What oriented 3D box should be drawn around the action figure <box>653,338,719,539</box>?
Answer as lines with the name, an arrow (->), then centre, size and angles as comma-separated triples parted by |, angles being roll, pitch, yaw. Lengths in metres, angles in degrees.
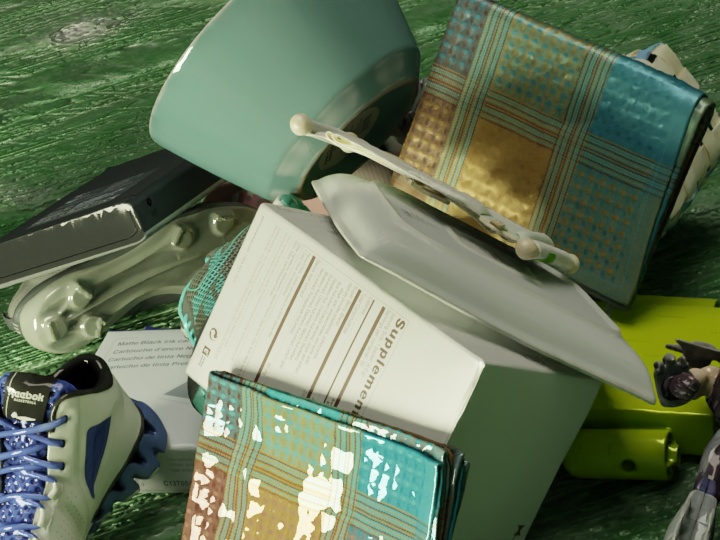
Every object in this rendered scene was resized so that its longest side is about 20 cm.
action figure -> 0.223, 0.103, 1.449 | 0.129, 0.070, 0.201 | 13, 46, 6

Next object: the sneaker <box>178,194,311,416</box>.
sneaker -> -0.082, 0.036, 1.644 | 0.091, 0.078, 0.200 | -24, 24, 30

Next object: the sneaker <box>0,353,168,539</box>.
sneaker -> -0.197, 0.125, 1.519 | 0.080, 0.115, 0.200 | 5, 49, 29

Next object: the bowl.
bowl -> -0.035, -0.124, 1.712 | 0.105, 0.201, 0.201 | 45, 52, 12

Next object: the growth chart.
growth chart -> 0.048, -0.049, 1.565 | 0.199, 0.018, 0.145 | 30, 4, 23

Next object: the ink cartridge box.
ink cartridge box -> -0.089, 0.075, 1.676 | 0.198, 0.041, 0.200 | -2, 30, 17

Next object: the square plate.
square plate -> 0.073, 0.002, 1.503 | 0.197, 0.029, 0.200 | 27, 8, -15

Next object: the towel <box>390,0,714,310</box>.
towel -> 0.121, -0.080, 1.639 | 0.199, 0.147, 0.022 | 28, 12, 31

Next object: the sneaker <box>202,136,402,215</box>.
sneaker -> -0.040, -0.068, 1.851 | 0.199, 0.105, 0.075 | 9, 37, 36

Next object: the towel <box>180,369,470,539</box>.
towel -> -0.029, 0.148, 1.427 | 0.199, 0.148, 0.022 | 17, 9, 42

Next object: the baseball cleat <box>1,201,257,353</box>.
baseball cleat -> -0.165, -0.006, 1.824 | 0.199, 0.070, 0.106 | -22, 23, -25

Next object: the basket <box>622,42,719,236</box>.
basket -> 0.146, -0.064, 1.752 | 0.200, 0.139, 0.176 | -35, 9, 40

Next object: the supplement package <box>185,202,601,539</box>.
supplement package -> 0.018, 0.062, 1.489 | 0.200, 0.120, 0.121 | 35, 16, 37

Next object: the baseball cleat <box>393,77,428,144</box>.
baseball cleat -> 0.049, -0.112, 1.824 | 0.106, 0.200, 0.070 | 18, 80, 13

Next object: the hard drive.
hard drive -> -0.170, -0.050, 1.829 | 0.139, 0.033, 0.200 | -17, 12, 28

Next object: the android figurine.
android figurine -> 0.172, 0.068, 1.585 | 0.199, 0.041, 0.182 | 0, 32, 18
